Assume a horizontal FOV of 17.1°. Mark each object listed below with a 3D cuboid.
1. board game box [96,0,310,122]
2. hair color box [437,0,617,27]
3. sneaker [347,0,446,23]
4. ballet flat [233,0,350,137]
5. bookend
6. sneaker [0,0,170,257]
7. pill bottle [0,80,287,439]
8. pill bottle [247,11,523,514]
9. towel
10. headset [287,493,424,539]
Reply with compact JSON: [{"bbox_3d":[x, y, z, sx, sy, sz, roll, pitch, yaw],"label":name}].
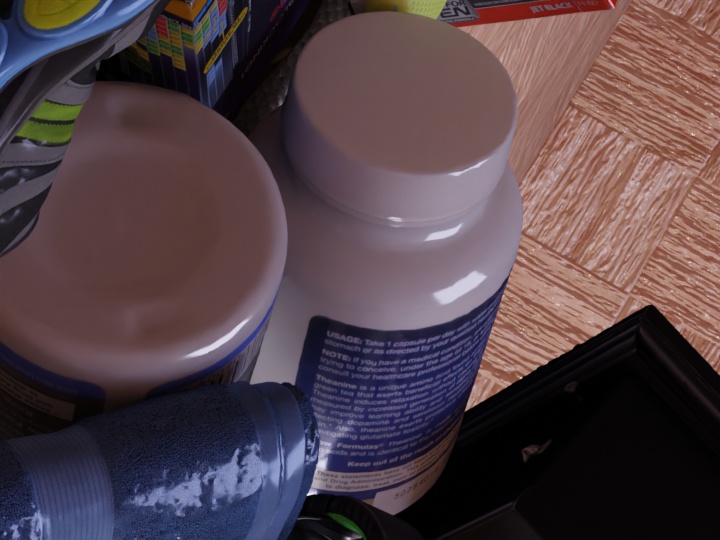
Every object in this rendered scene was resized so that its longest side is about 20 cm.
[{"bbox_3d":[-0.026,-0.154,0.831,0.200,0.057,0.165,-59,173,-12],"label":"board game box"},{"bbox_3d":[0.086,-0.202,1.036,0.061,0.101,0.200,48,55,-38],"label":"hair color box"},{"bbox_3d":[0.063,-0.156,0.867,0.200,0.090,0.078,-61,177,25],"label":"sneaker"},{"bbox_3d":[-0.043,-0.097,0.996,0.046,0.067,0.200,24,99,-43],"label":"ballet flat"},{"bbox_3d":[0.047,0.135,0.978,0.200,0.092,0.199,-46,-176,-27],"label":"bookend"},{"bbox_3d":[-0.105,-0.053,0.641,0.200,0.071,0.083,-54,178,-7],"label":"sneaker"},{"bbox_3d":[-0.095,0.031,0.861,0.114,0.114,0.200,-56,173,-31],"label":"pill bottle"},{"bbox_3d":[0.000,0.000,0.919,0.111,0.111,0.200,-55,166,-40],"label":"pill bottle"},{"bbox_3d":[-0.113,0.092,0.772,0.200,0.049,0.112,-12,152,-24],"label":"towel"},{"bbox_3d":[-0.052,0.142,0.875,0.200,0.094,0.124,-18,-129,53],"label":"headset"}]
